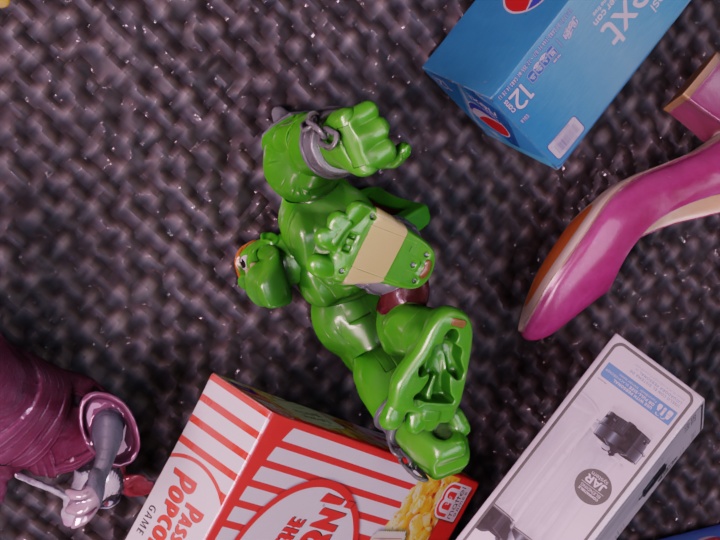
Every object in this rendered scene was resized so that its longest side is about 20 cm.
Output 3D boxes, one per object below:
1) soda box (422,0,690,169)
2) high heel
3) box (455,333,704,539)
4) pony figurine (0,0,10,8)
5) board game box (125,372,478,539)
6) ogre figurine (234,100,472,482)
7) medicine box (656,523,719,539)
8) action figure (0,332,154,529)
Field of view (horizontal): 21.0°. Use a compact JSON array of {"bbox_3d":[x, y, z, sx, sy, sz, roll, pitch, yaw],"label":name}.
[{"bbox_3d":[0.127,-0.155,1.003,0.200,0.068,0.064,-51,126,-5],"label":"soda box"},{"bbox_3d":[0.174,-0.020,1.070,0.096,0.067,0.200,40,72,-2],"label":"high heel"},{"bbox_3d":[0.106,0.140,1.075,0.200,0.060,0.117,-52,165,-3],"label":"box"},{"bbox_3d":[-0.252,-0.124,0.752,0.200,0.166,0.193,-43,134,-29],"label":"pony figurine"},{"bbox_3d":[-0.039,0.147,0.999,0.200,0.046,0.152,24,95,-53],"label":"board game box"},{"bbox_3d":[0.000,0.000,0.955,0.098,0.120,0.200,-42,123,-6],"label":"ogre figurine"},{"bbox_3d":[0.249,0.239,1.147,0.182,0.200,0.103,-9,113,-28],"label":"medicine box"},{"bbox_3d":[-0.172,0.059,0.909,0.200,0.134,0.149,34,46,-48],"label":"action figure"}]
